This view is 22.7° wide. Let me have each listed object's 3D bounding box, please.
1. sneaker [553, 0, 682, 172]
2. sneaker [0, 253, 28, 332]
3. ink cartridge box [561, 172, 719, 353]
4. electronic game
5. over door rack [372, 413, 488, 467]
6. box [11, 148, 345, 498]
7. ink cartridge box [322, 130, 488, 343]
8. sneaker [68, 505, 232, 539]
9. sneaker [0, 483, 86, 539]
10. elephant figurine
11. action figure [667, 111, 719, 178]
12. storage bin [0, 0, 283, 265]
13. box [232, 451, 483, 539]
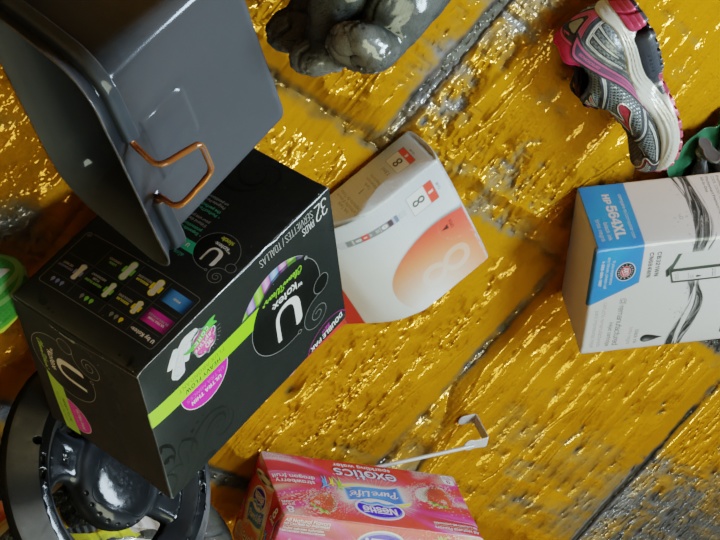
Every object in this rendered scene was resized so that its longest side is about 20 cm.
[{"bbox_3d":[0.214,-0.152,1.494,0.074,0.081,0.200,-27,138,4],"label":"sneaker"},{"bbox_3d":[-0.291,0.000,1.155,0.199,0.074,0.084,5,128,-47],"label":"sneaker"},{"bbox_3d":[0.296,-0.009,1.655,0.198,0.085,0.147,-6,136,-6],"label":"ink cartridge box"},{"bbox_3d":[-0.189,0.156,1.349,0.041,0.202,0.199,-17,165,40],"label":"electronic game"},{"bbox_3d":[0.040,0.238,1.748,0.199,0.067,0.148,-20,141,-29],"label":"over door rack"},{"bbox_3d":[-0.122,0.025,1.260,0.200,0.124,0.149,-47,150,-27],"label":"box"},{"bbox_3d":[0.000,0.000,1.465,0.200,0.050,0.162,-42,146,-6],"label":"ink cartridge box"},{"bbox_3d":[-0.202,0.233,1.511,0.199,0.075,0.085,4,132,-36],"label":"sneaker"},{"bbox_3d":[-0.260,0.166,1.377,0.200,0.090,0.070,-40,149,-55],"label":"sneaker"},{"bbox_3d":[-0.020,-0.233,1.136,0.155,0.141,0.201,-53,139,-37],"label":"elephant figurine"},{"bbox_3d":[0.330,-0.060,1.726,0.118,0.055,0.201,-30,148,-21],"label":"action figure"},{"bbox_3d":[-0.129,-0.120,1.141,0.134,0.145,0.200,-43,147,-16],"label":"storage bin"},{"bbox_3d":[-0.003,0.238,1.608,0.199,0.100,0.096,10,115,-22],"label":"box"}]
